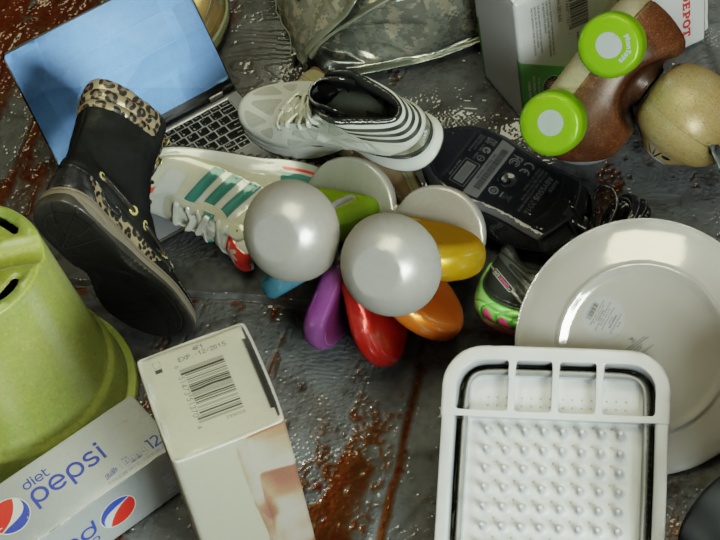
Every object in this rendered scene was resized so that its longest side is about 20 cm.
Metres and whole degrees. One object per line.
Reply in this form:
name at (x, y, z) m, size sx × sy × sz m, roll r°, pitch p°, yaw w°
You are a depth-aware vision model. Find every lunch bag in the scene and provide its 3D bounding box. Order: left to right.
lunch bag at (0.010, -0.279, 1.746) m, size 0.200 × 0.118 × 0.164 m, roll -20°, pitch 50°, yaw 0°

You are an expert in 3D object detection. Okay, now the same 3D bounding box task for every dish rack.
dish rack at (0.144, 0.160, 1.365) m, size 0.171 × 0.044 × 0.201 m, roll 2°, pitch 74°, yaw 10°

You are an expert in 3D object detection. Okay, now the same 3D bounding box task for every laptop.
laptop at (-0.190, -0.145, 1.666) m, size 0.187 × 0.116 × 0.200 m, roll -30°, pitch 52°, yaw -15°

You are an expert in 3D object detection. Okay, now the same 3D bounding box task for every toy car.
toy car at (0.000, 0.000, 1.498) m, size 0.200 × 0.150 × 0.175 m, roll 19°, pitch 21°, yaw 19°
toy car at (0.260, -0.122, 1.556) m, size 0.200 × 0.158 × 0.164 m, roll 39°, pitch 20°, yaw 7°

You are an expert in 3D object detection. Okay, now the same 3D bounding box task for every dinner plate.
dinner plate at (0.218, 0.060, 1.403) m, size 0.200 × 0.024 × 0.201 m, roll 0°, pitch 91°, yaw 11°

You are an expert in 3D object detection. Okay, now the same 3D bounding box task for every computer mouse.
computer mouse at (0.137, -0.051, 1.579) m, size 0.200 × 0.053 × 0.139 m, roll 34°, pitch 60°, yaw 17°

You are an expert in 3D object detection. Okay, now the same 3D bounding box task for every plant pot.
plant pot at (-0.298, 0.052, 1.473) m, size 0.200 × 0.184 × 0.201 m, roll -5°, pitch 49°, yaw 6°

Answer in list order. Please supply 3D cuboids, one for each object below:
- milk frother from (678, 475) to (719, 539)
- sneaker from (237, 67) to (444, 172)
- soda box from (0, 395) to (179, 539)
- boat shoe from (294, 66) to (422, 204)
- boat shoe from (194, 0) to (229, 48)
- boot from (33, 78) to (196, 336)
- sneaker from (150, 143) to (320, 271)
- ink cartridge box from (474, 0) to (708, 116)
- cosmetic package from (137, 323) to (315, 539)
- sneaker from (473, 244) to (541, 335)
milk frother at (0.335, 0.192, 1.245) m, size 0.200 × 0.188 × 0.181 m, roll 27°, pitch 60°, yaw 28°
sneaker at (-0.035, -0.145, 1.555) m, size 0.200 × 0.115 × 0.076 m, roll 10°, pitch 74°, yaw 30°
soda box at (-0.236, 0.188, 1.427) m, size 0.200 × 0.064 × 0.068 m, roll -35°, pitch 55°, yaw -19°
boat shoe at (-0.011, -0.107, 1.640) m, size 0.064 × 0.071 × 0.200 m, roll -36°, pitch 48°, yaw -9°
boat shoe at (-0.169, -0.295, 1.814) m, size 0.071 × 0.076 × 0.200 m, roll -5°, pitch 50°, yaw 5°
boot at (-0.191, -0.051, 1.528) m, size 0.073 × 0.200 × 0.151 m, roll -14°, pitch 49°, yaw 28°
sneaker at (-0.121, -0.050, 1.594) m, size 0.199 × 0.070 × 0.094 m, roll 5°, pitch 60°, yaw -2°
ink cartridge box at (0.211, -0.248, 1.664) m, size 0.200 × 0.145 × 0.084 m, roll -25°, pitch 49°, yaw -12°
cosmetic package at (-0.094, 0.147, 1.349) m, size 0.087 × 0.200 × 0.103 m, roll -20°, pitch 51°, yaw -9°
sneaker at (0.193, 0.025, 1.461) m, size 0.199 × 0.077 × 0.084 m, roll 14°, pitch 83°, yaw 7°
